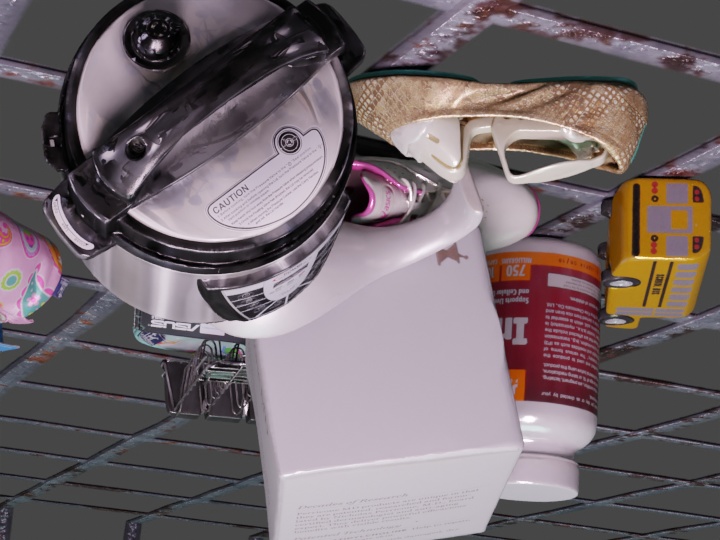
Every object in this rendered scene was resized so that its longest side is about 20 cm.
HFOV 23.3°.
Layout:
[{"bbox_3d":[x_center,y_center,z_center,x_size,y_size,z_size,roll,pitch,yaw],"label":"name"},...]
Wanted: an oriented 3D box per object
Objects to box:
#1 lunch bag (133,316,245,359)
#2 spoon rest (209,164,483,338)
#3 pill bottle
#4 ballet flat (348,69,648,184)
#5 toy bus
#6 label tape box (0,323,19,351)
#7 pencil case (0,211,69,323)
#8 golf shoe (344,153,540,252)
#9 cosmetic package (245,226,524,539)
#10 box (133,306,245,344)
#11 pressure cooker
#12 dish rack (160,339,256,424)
[{"bbox_3d":[-0.092,0.030,1.501,0.198,0.078,0.160,11,163,-28],"label":"lunch bag"},{"bbox_3d":[-0.019,-0.015,1.138,0.198,0.100,0.061,-15,154,-3],"label":"spoon rest"},{"bbox_3d":[0.140,0.082,1.431,0.112,0.202,0.113,3,164,1],"label":"pill bottle"},{"bbox_3d":[0.081,-0.088,1.101,0.198,0.066,0.071,1,161,11],"label":"ballet flat"},{"bbox_3d":[0.223,-0.009,1.344,0.077,0.066,0.200,0,163,7],"label":"toy bus"},{"bbox_3d":[-0.429,0.046,1.692,0.143,0.064,0.199,15,161,-33],"label":"label tape box"},{"bbox_3d":[-0.327,-0.018,1.412,0.087,0.088,0.200,-4,161,27],"label":"pencil case"},{"bbox_3d":[0.032,-0.043,1.214,0.198,0.076,0.092,5,-171,-7],"label":"golf shoe"},{"bbox_3d":[0.009,0.090,1.229,0.165,0.169,0.200,-7,155,-7],"label":"cosmetic package"},{"bbox_3d":[-0.069,-0.010,1.324,0.198,0.044,0.161,8,136,-5],"label":"box"},{"bbox_3d":[-0.092,-0.070,1.010,0.177,0.178,0.200,9,163,-6],"label":"pressure cooker"},{"bbox_3d":[-0.078,0.089,1.442,0.152,0.055,0.200,5,162,-15],"label":"dish rack"}]
